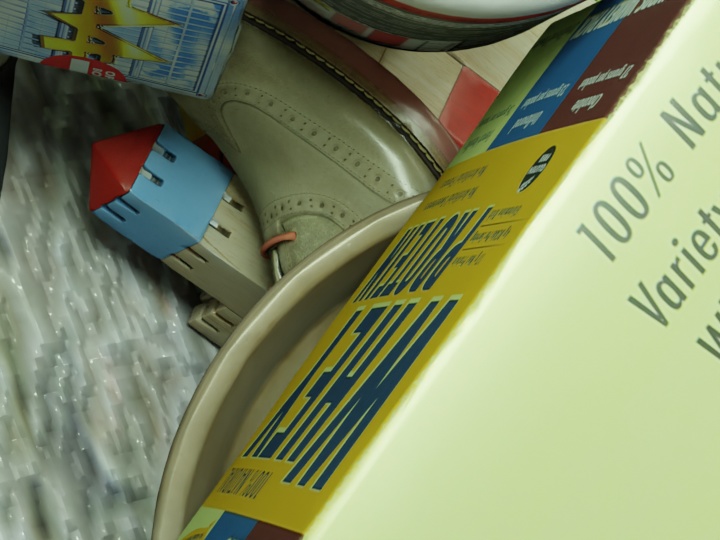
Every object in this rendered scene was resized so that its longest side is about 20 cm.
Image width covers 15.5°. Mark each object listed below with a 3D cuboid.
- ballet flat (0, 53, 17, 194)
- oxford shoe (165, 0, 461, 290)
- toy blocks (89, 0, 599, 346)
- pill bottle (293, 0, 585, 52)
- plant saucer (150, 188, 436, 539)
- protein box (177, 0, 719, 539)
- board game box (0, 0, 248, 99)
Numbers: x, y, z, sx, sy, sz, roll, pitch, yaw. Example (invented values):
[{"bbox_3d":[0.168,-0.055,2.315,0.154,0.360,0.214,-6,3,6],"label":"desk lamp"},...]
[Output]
[{"bbox_3d":[-0.130,-0.107,0.725,0.073,0.073,0.200,0,66,-48],"label":"ballet flat"},{"bbox_3d":[0.000,0.000,0.710,0.075,0.070,0.200,-44,86,-14],"label":"oxford shoe"},{"bbox_3d":[-0.005,-0.046,0.802,0.137,0.100,0.200,36,62,-20],"label":"toy blocks"},{"bbox_3d":[0.022,-0.114,0.671,0.116,0.116,0.200,58,-3,-3],"label":"pill bottle"},{"bbox_3d":[0.044,0.076,0.671,0.200,0.029,0.200,0,88,-12],"label":"plant saucer"},{"bbox_3d":[0.083,0.072,0.595,0.200,0.135,0.199,38,80,-9],"label":"protein box"},{"bbox_3d":[-0.117,-0.126,0.667,0.200,0.062,0.200,-20,74,-19],"label":"board game box"}]
